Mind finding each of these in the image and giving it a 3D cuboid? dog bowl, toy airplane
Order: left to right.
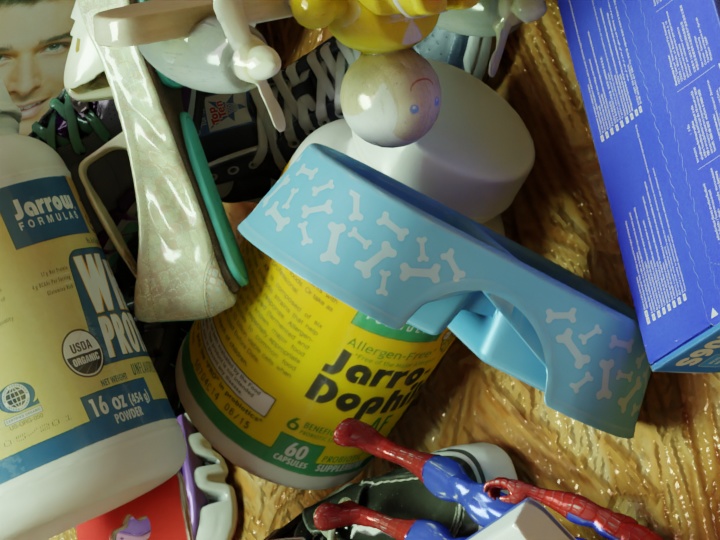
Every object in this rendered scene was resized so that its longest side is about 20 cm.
[{"bbox_3d":[-0.012,-0.118,1.282,0.199,0.199,0.142,76,175,-88],"label":"toy airplane"},{"bbox_3d":[0.045,0.006,1.272,0.050,0.199,0.111,-61,19,5],"label":"dog bowl"}]

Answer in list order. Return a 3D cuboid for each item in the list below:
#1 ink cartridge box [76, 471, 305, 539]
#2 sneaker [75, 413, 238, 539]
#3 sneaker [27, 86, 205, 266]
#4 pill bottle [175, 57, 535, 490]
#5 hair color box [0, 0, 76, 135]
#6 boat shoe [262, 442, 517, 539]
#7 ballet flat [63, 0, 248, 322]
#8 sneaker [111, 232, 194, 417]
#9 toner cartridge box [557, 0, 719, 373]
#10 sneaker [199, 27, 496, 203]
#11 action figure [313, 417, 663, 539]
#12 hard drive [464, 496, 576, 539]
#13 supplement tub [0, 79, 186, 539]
[{"bbox_3d":[-0.067,0.202,1.414,0.116,0.067,0.201,-28,72,53],"label":"ink cartridge box"},{"bbox_3d":[-0.133,0.070,1.593,0.080,0.088,0.201,-45,51,44],"label":"sneaker"},{"bbox_3d":[-0.146,-0.047,1.434,0.075,0.087,0.201,57,130,37],"label":"sneaker"},{"bbox_3d":[0.000,0.000,1.392,0.200,0.112,0.113,-57,45,34],"label":"pill bottle"},{"bbox_3d":[-0.189,-0.102,1.534,0.201,0.098,0.061,101,148,-43],"label":"hair color box"},{"bbox_3d":[0.002,0.139,1.419,0.200,0.063,0.071,-37,58,47],"label":"boat shoe"},{"bbox_3d":[-0.107,-0.073,1.358,0.062,0.067,0.201,-16,85,7],"label":"ballet flat"},{"bbox_3d":[-0.098,0.045,1.493,0.075,0.079,0.201,-22,34,32],"label":"sneaker"},{"bbox_3d":[0.144,-0.066,1.256,0.095,0.043,0.201,-37,58,48],"label":"toner cartridge box"},{"bbox_3d":[-0.023,-0.086,1.432,0.200,0.108,0.071,-40,55,47],"label":"sneaker"},{"bbox_3d":[0.068,0.124,1.310,0.199,0.052,0.066,19,95,30],"label":"action figure"},{"bbox_3d":[0.052,0.194,1.295,0.132,0.025,0.200,46,129,-8],"label":"hard drive"},{"bbox_3d":[-0.180,0.027,1.350,0.144,0.144,0.201,-30,82,49],"label":"supplement tub"}]
